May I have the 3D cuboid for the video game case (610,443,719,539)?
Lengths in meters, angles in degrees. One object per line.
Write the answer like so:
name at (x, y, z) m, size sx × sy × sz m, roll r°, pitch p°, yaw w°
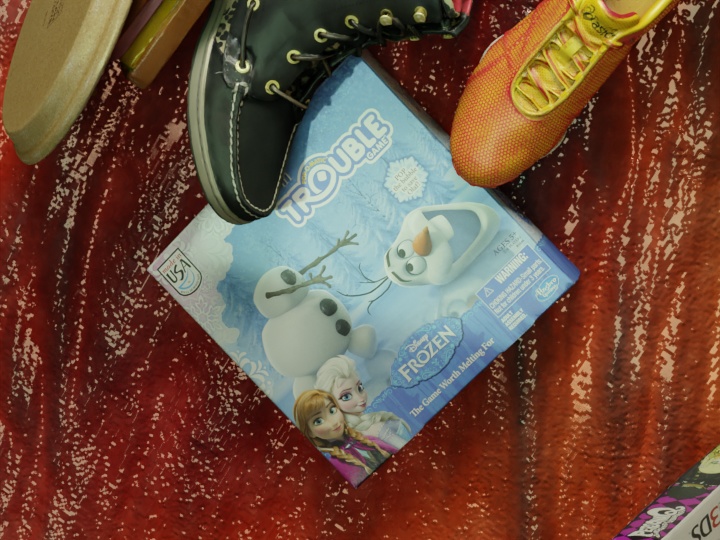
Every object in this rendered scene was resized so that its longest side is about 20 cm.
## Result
video game case at (0.211, 0.222, 0.857) m, size 0.036 × 0.181 × 0.202 m, roll -5°, pitch 100°, yaw 38°

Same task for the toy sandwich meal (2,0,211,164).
toy sandwich meal at (-0.149, -0.151, 0.881) m, size 0.070 × 0.205 × 0.206 m, roll 21°, pitch 108°, yaw -26°

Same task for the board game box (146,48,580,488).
board game box at (0.000, 0.000, 0.927) m, size 0.199 × 0.043 × 0.200 m, roll 46°, pitch 106°, yaw 2°

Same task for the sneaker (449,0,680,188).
sneaker at (0.120, -0.133, 0.848) m, size 0.073 × 0.077 × 0.200 m, roll 40°, pitch 100°, yaw 4°

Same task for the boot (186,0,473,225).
boot at (-0.017, -0.130, 0.848) m, size 0.152 × 0.073 × 0.206 m, roll 1°, pitch 79°, yaw 30°
